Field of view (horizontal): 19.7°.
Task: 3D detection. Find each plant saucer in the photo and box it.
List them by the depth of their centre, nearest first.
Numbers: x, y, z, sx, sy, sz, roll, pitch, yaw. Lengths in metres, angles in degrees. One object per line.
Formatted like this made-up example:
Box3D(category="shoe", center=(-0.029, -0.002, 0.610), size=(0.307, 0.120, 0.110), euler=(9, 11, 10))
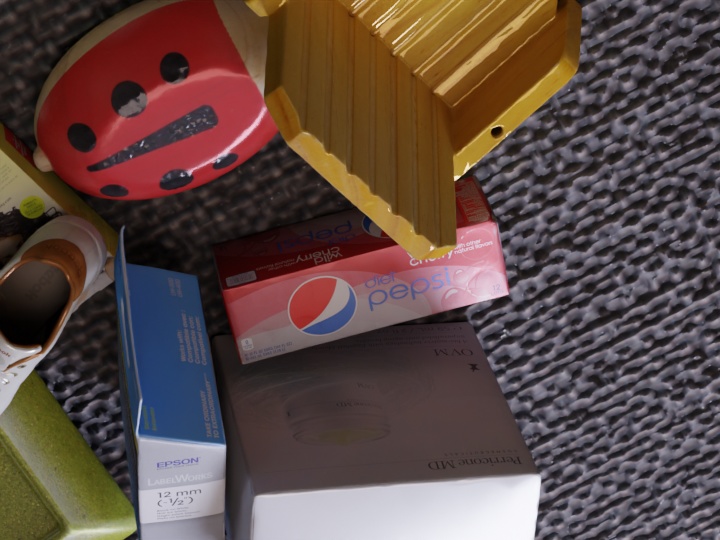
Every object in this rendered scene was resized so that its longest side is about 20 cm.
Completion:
Box3D(category="plant saucer", center=(-0.292, 0.158, 1.457), size=(0.200, 0.048, 0.200), euler=(-34, 96, 9))

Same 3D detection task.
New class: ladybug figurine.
Box3D(category="ladybug figurine", center=(-0.124, -0.108, 1.367), size=(0.200, 0.072, 0.136), euler=(-28, 124, 5))

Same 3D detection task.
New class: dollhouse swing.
Box3D(category="dollhouse swing", center=(0.046, -0.143, 1.325), size=(0.182, 0.176, 0.200), euler=(-41, 121, 13))

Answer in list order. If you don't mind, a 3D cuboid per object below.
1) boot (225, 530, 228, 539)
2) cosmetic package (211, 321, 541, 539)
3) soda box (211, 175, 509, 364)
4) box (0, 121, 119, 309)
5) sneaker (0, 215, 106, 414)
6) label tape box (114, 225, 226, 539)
Box3D(category="boot", center=(-0.037, 0.274, 1.581), size=(0.188, 0.069, 0.200), euler=(4, 128, 29))
Box3D(category="cosmetic package", center=(0.003, 0.141, 1.476), size=(0.199, 0.200, 0.123), euler=(-3, 122, -12))
Box3D(category="soda box", center=(0.000, 0.000, 1.469), size=(0.199, 0.063, 0.070), euler=(-15, 123, -3))
Box3D(category="box", center=(-0.248, -0.053, 1.386), size=(0.075, 0.050, 0.200), euler=(-38, 121, 12))
Box3D(category="sneaker", center=(-0.248, 0.050, 1.364), size=(0.073, 0.085, 0.200), euler=(36, 108, -6))
Box3D(category="label tape box", center=(-0.129, 0.083, 1.407), size=(0.066, 0.144, 0.200), euler=(-5, 143, -10))
